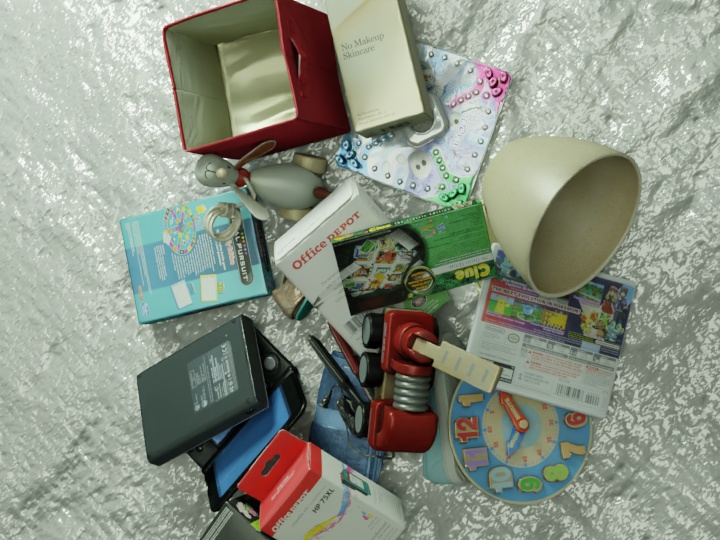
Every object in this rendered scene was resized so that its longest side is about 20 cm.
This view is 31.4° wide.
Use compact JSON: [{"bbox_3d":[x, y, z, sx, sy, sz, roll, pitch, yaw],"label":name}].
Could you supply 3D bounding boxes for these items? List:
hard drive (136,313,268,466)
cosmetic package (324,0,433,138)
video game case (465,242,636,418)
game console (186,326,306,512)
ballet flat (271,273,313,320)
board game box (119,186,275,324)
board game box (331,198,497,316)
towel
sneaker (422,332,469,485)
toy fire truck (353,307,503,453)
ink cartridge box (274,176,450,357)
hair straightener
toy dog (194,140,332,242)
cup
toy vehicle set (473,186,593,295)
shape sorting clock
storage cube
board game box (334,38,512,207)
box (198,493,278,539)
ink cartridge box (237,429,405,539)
[{"bbox_3d":[-0.223,0.166,1.769,0.198,0.033,0.141,-29,56,22],"label":"hard drive"},{"bbox_3d":[0.023,-0.290,1.718,0.102,0.073,0.203,-15,86,13],"label":"cosmetic package"},{"bbox_3d":[0.244,0.078,1.667,0.197,0.023,0.185,15,83,-1],"label":"video game case"},{"bbox_3d":[-0.181,0.194,1.759,0.176,0.116,0.200,43,98,10],"label":"game console"},{"bbox_3d":[-0.055,-0.025,1.762,0.067,0.068,0.201,40,96,19],"label":"ballet flat"},{"bbox_3d":[-0.231,-0.019,1.812,0.197,0.047,0.154,-13,85,13],"label":"board game box"},{"bbox_3d":[0.069,-0.016,1.634,0.197,0.024,0.106,-14,109,1],"label":"board game box"},{"bbox_3d":[-0.015,0.218,1.753,0.110,0.048,0.203,12,92,15],"label":"towel"},{"bbox_3d":[0.101,0.186,1.716,0.081,0.073,0.204,-10,74,35],"label":"sneaker"},{"bbox_3d":[0.081,0.145,1.592,0.126,0.200,0.179,5,93,-15],"label":"toy fire truck"},{"bbox_3d":[0.000,0.000,1.692,0.146,0.085,0.200,-39,110,9],"label":"ink cartridge box"},{"bbox_3d":[-0.017,0.170,1.716,0.076,0.041,0.202,-32,86,10],"label":"hair straightener"},{"bbox_3d":[-0.116,-0.113,1.720,0.096,0.198,0.134,16,118,53],"label":"toy dog"},{"bbox_3d":[0.236,-0.090,1.614,0.143,0.199,0.202,40,98,38],"label":"cup"},{"bbox_3d":[0.225,-0.056,1.712,0.198,0.026,0.126,-28,82,12],"label":"toy vehicle set"},{"bbox_3d":[0.210,0.203,1.674,0.196,0.039,0.204,1,81,-6],"label":"shape sorting clock"},{"bbox_3d":[-0.137,-0.255,1.716,0.197,0.179,0.174,-13,85,23],"label":"storage cube"},{"bbox_3d":[0.083,-0.207,1.751,0.197,0.026,0.203,21,93,14],"label":"board game box"},{"bbox_3d":[-0.118,0.412,1.722,0.199,0.148,0.125,38,96,12],"label":"box"},{"bbox_3d":[-0.053,0.310,1.679,0.199,0.067,0.117,33,108,-16],"label":"ink cartridge box"}]
